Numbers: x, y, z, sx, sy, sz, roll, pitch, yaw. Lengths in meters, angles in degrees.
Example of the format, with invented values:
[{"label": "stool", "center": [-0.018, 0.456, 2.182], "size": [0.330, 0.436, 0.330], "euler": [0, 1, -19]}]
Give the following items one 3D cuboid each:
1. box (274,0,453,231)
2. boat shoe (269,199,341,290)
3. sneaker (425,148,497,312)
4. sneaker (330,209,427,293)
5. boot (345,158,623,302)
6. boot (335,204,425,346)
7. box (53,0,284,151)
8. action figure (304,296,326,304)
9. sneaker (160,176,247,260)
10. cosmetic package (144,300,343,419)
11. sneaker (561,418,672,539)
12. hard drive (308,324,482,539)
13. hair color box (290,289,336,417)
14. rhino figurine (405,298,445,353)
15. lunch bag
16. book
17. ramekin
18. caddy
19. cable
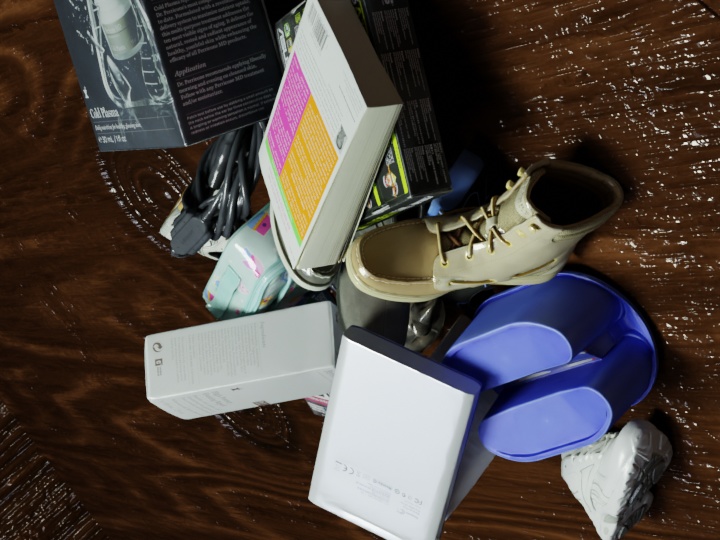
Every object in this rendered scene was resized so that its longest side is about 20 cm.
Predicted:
[{"label": "box", "center": [-0.002, -0.142, 1.466], "size": [0.193, 0.047, 0.201], "euler": [-22, 80, 63]}, {"label": "boat shoe", "center": [-0.039, -0.085, 1.584], "size": [0.060, 0.072, 0.203], "euler": [-31, 57, 58]}, {"label": "sneaker", "center": [0.100, -0.032, 1.548], "size": [0.078, 0.070, 0.200], "euler": [27, 152, 11]}, {"label": "sneaker", "center": [0.000, 0.000, 1.704], "size": [0.070, 0.108, 0.200], "euler": [43, 156, 12]}, {"label": "boot", "center": [0.099, -0.032, 1.407], "size": [0.155, 0.199, 0.073], "euler": [130, 135, -65]}, {"label": "boot", "center": [0.024, -0.024, 1.548], "size": [0.131, 0.067, 0.202], "euler": [141, 132, -75]}, {"label": "box", "center": [-0.179, -0.220, 1.596], "size": [0.200, 0.123, 0.198], "euler": [3, 111, 59]}, {"label": "action figure", "center": [0.022, 0.112, 1.876], "size": [0.200, 0.118, 0.055], "euler": [38, 122, -24]}, {"label": "sneaker", "center": [-0.157, -0.068, 1.943], "size": [0.087, 0.076, 0.200], "euler": [33, 160, -6]}, {"label": "cosmetic package", "center": [-0.105, 0.091, 1.744], "size": [0.199, 0.075, 0.102], "euler": [-10, 162, 16]}, {"label": "sneaker", "center": [0.228, 0.185, 1.642], "size": [0.099, 0.078, 0.200], "euler": [43, 156, 20]}, {"label": "hard drive", "center": [0.028, 0.158, 1.587], "size": [0.131, 0.025, 0.201], "euler": [24, 127, 16]}, {"label": "hair color box", "center": [-0.056, 0.078, 1.985], "size": [0.100, 0.060, 0.201], "euler": [8, 134, 56]}, {"label": "rhino figurine", "center": [0.051, 0.052, 1.716], "size": [0.060, 0.088, 0.200], "euler": [27, 161, -1]}, {"label": "lunch bag", "center": [-0.081, -0.013, 1.759], "size": [0.077, 0.160, 0.200], "euler": [45, 156, 7]}, {"label": "book", "center": [-0.033, -0.116, 1.436], "size": [0.134, 0.048, 0.200], "euler": [66, 151, 31]}, {"label": "ramekin", "center": [0.083, 0.153, 1.702], "size": [0.105, 0.200, 0.200], "euler": [36, 156, 3]}, {"label": "caddy", "center": [0.168, 0.081, 1.538], "size": [0.200, 0.105, 0.142], "euler": [-24, 105, 47]}, {"label": "cable", "center": [-0.124, -0.102, 1.717], "size": [0.051, 0.164, 0.200], "euler": [29, 146, -12]}]
